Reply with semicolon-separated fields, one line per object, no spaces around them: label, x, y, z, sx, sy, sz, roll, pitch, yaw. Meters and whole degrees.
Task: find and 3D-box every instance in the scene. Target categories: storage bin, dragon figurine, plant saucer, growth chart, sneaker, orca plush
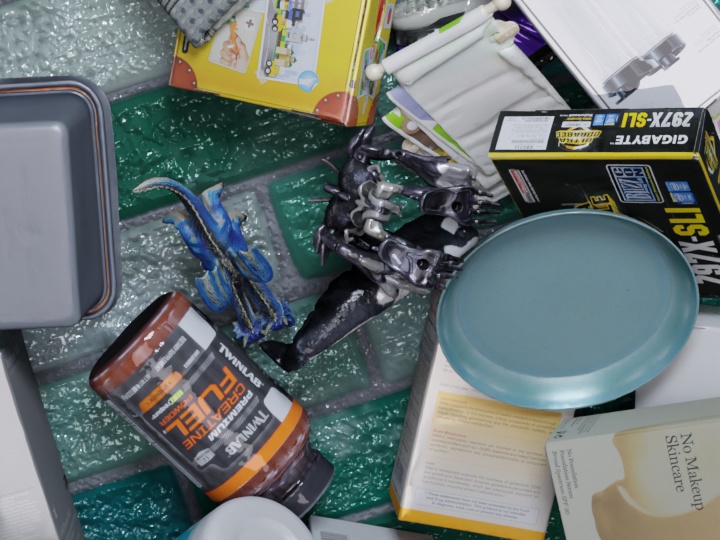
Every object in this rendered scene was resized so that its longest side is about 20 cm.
storage bin;-0.266;-0.045;1.402;0.145;0.134;0.200;-2;100;-3
dragon figurine;-0.106;-0.009;1.416;0.059;0.200;0.099;-30;63;1
plant saucer;0.156;0.027;1.381;0.200;0.027;0.200;-2;131;-2
growth chart;0.091;-0.121;1.395;0.145;0.018;0.200;-22;139;20
sneaker;0.126;-0.181;1.434;0.200;0.070;0.100;-11;106;5
orca plush;0.000;0.000;1.441;0.200;0.105;0.071;-34;91;-8

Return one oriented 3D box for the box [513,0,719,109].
box;0.191;-0.197;1.359;0.117;0.060;0.200;-40;99;8

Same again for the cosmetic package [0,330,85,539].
cosmetic package;-0.290;0.154;1.455;0.090;0.107;0.200;-12;103;0

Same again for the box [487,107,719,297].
box;0.204;-0.048;1.372;0.160;0.200;0.049;0;59;25

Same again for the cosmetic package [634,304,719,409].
cosmetic package;0.286;0.133;1.470;0.108;0.085;0.200;9;104;36

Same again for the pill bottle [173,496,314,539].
pill bottle;-0.124;0.265;1.448;0.111;0.111;0.200;41;136;-10

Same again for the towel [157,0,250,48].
towel;-0.108;-0.300;1.341;0.200;0.035;0.193;-41;80;19

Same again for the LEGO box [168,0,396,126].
LEGO box;-0.050;-0.223;1.385;0.149;0.077;0.200;14;100;15

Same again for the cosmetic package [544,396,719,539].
cosmetic package;0.253;0.157;1.392;0.200;0.071;0.105;-12;98;21

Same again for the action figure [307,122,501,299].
action figure;0.030;-0.038;1.362;0.102;0.200;0.119;24;94;-25

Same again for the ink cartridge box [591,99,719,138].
ink cartridge box;0.253;-0.087;1.451;0.200;0.076;0.148;-36;101;3

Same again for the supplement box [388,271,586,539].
supplement box;0.106;0.110;1.482;0.126;0.074;0.200;11;100;-7

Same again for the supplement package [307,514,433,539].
supplement package;-0.007;0.321;1.498;0.109;0.114;0.200;11;100;-6

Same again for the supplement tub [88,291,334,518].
supplement tub;-0.114;0.117;1.456;0.200;0.107;0.107;43;96;-10
